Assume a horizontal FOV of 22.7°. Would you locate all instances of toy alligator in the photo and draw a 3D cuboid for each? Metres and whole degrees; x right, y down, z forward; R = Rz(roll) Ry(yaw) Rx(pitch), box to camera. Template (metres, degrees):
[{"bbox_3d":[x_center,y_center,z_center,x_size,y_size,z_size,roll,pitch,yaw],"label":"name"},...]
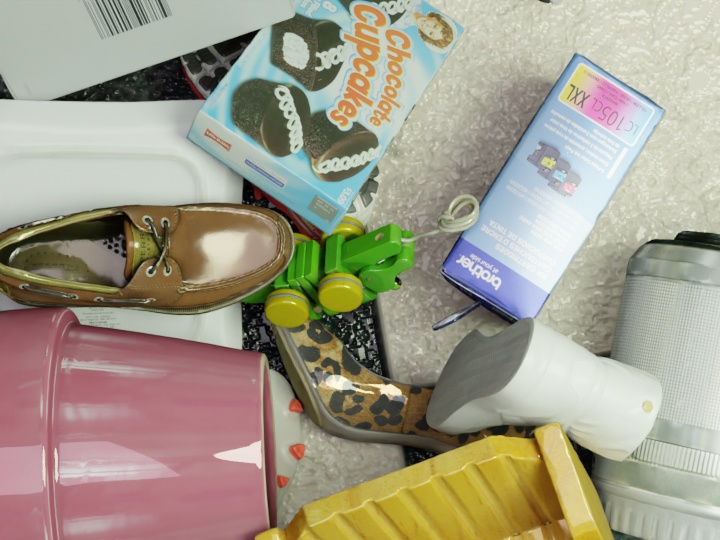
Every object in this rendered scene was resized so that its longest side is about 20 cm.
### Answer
[{"bbox_3d":[0.000,0.000,1.190,0.199,0.054,0.060,-17,49,24],"label":"toy alligator"}]

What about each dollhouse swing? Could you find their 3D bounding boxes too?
[{"bbox_3d":[0.068,0.230,1.089,0.199,0.182,0.177,-20,59,8],"label":"dollhouse swing"}]

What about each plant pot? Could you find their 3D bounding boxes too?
[{"bbox_3d":[-0.145,0.120,1.144,0.177,0.200,0.202,-3,88,1],"label":"plant pot"}]

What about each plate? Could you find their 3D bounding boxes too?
[{"bbox_3d":[-0.178,-0.016,1.213,0.198,0.032,0.202,0,112,-6],"label":"plate"}]

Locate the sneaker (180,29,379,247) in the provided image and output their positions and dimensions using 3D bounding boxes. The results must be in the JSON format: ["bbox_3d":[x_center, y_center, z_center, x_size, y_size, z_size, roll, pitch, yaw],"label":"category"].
[{"bbox_3d":[-0.067,-0.091,1.256,0.077,0.085,0.200,-25,66,-29],"label":"sneaker"}]

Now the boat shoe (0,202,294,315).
[{"bbox_3d":[-0.140,-0.007,1.154,0.198,0.068,0.073,-9,82,-4],"label":"boat shoe"}]

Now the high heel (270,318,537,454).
[{"bbox_3d":[0.031,0.071,1.256,0.142,0.071,0.201,-30,83,-11],"label":"high heel"}]

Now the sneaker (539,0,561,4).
[{"bbox_3d":[0.051,-0.237,1.260,0.099,0.071,0.200,-43,81,2],"label":"sneaker"}]

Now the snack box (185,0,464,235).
[{"bbox_3d":[-0.020,-0.128,1.213,0.116,0.037,0.200,33,52,-2],"label":"snack box"}]

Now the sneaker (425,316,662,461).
[{"bbox_3d":[0.118,0.087,1.139,0.115,0.200,0.074,25,78,-11],"label":"sneaker"}]

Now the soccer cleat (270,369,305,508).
[{"bbox_3d":[-0.086,0.169,1.251,0.069,0.077,0.202,15,72,-33],"label":"soccer cleat"}]

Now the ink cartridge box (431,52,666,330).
[{"bbox_3d":[0.119,-0.035,1.211,0.076,0.136,0.201,31,89,5],"label":"ink cartridge box"}]

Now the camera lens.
[{"bbox_3d":[0.242,0.082,1.189,0.159,0.160,0.202,11,88,3],"label":"camera lens"}]

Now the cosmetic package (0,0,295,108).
[{"bbox_3d":[-0.169,-0.245,1.202,0.198,0.123,0.201,-18,56,2],"label":"cosmetic package"}]
